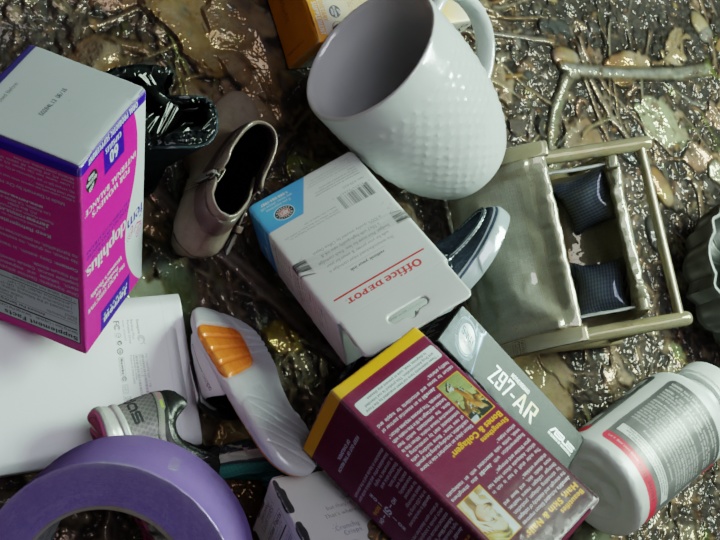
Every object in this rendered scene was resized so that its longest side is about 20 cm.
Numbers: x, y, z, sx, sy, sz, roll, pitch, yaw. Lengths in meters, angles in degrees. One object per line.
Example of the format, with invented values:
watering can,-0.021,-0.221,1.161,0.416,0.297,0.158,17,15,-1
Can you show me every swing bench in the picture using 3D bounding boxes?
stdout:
swing bench,0.205,-0.020,1.214,0.198,0.129,0.202,-6,79,-30

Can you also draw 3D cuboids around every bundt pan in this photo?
bundt pan,0.449,0.008,1.373,0.199,0.076,0.205,8,72,-27

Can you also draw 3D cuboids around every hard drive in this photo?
hard drive,-0.237,0.094,0.993,0.198,0.027,0.134,-5,78,-31

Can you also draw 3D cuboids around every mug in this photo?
mug,0.068,-0.174,1.137,0.175,0.147,0.202,40,69,-40

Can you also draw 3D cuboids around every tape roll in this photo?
tape roll,-0.180,0.231,0.890,0.197,0.085,0.203,0,96,3

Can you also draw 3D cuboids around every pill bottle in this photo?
pill bottle,0.301,0.174,1.221,0.199,0.110,0.112,-29,90,-32

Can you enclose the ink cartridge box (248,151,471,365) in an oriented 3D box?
ink cartridge box,0.000,0.000,1.057,0.115,0.067,0.201,-29,55,-15

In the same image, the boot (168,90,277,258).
boot,-0.111,-0.097,1.048,0.070,0.146,0.202,24,65,-19

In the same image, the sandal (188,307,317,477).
sandal,-0.105,0.110,1.006,0.079,0.059,0.207,21,25,-40

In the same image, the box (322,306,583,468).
box,0.076,0.128,1.055,0.160,0.200,0.044,46,56,-8

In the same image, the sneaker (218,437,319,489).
sneaker,-0.044,0.189,1.049,0.197,0.077,0.081,14,81,-24

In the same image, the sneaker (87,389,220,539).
sneaker,-0.142,0.184,0.974,0.087,0.074,0.202,-28,99,-20

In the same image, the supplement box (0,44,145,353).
supplement box,-0.231,-0.050,0.915,0.102,0.201,0.102,21,46,7

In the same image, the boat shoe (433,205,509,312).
boat shoe,0.053,0.000,1.127,0.091,0.071,0.201,40,84,-10

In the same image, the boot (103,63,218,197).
boot,-0.230,-0.127,0.978,0.198,0.168,0.078,18,66,-23

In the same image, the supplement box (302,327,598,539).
supplement box,0.067,0.158,0.925,0.200,0.086,0.110,43,48,16

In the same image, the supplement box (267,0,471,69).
supplement box,0.007,-0.287,1.213,0.198,0.073,0.128,-15,84,-32

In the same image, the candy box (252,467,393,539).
candy box,0.031,0.245,0.952,0.166,0.072,0.201,-8,48,-32
